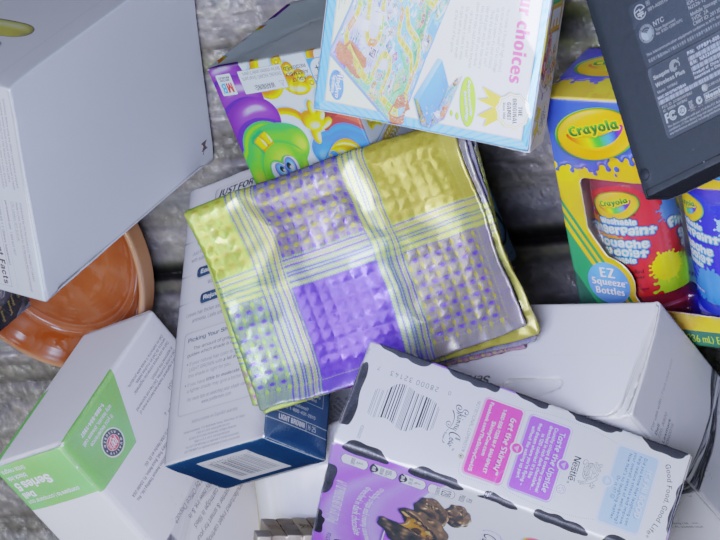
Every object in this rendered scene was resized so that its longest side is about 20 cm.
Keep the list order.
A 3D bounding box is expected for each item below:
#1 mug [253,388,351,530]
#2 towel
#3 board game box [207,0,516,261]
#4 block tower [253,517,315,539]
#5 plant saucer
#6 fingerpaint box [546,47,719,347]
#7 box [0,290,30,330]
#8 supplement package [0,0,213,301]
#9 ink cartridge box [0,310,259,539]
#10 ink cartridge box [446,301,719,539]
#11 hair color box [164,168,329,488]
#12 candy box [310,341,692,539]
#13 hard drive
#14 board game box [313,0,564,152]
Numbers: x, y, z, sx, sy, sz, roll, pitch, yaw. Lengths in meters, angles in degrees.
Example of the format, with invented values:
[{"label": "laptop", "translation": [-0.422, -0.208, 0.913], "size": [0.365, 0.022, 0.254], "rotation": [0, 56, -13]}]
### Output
[{"label": "mug", "translation": [-0.022, 0.163, 1.580], "size": [0.186, 0.149, 0.154], "rotation": [-5, 109, 29]}, {"label": "towel", "translation": [0.000, 0.000, 1.401], "size": [0.199, 0.023, 0.144], "rotation": [-15, 98, 22]}, {"label": "board game box", "translation": [0.003, -0.067, 1.470], "size": [0.103, 0.105, 0.201], "rotation": [-7, 115, 37]}, {"label": "block tower", "translation": [0.027, 0.190, 1.487], "size": [0.199, 0.058, 0.054], "rotation": [1, 96, -11]}, {"label": "plant saucer", "translation": [-0.236, -0.020, 1.718], "size": [0.199, 0.032, 0.201], "rotation": [17, 127, 24]}, {"label": "fingerpaint box", "translation": [0.220, -0.040, 1.360], "size": [0.199, 0.073, 0.168], "rotation": [6, 123, 31]}, {"label": "box", "translation": [-0.328, -0.022, 1.650], "size": [0.050, 0.158, 0.201], "rotation": [2, 121, 34]}, {"label": "supplement package", "translation": [-0.201, -0.104, 1.518], "size": [0.110, 0.200, 0.156], "rotation": [13, 126, 27]}, {"label": "ink cartridge box", "translation": [-0.146, 0.155, 1.672], "size": [0.084, 0.146, 0.200], "rotation": [-19, 118, 40]}, {"label": "ink cartridge box", "translation": [0.159, 0.105, 1.437], "size": [0.146, 0.085, 0.200], "rotation": [-2, 145, 37]}, {"label": "hair color box", "translation": [-0.069, 0.034, 1.531], "size": [0.100, 0.201, 0.060], "rotation": [-18, 149, 41]}, {"label": "candy box", "translation": [0.079, 0.137, 1.379], "size": [0.199, 0.072, 0.168], "rotation": [19, 153, 4]}, {"label": "hard drive", "translation": [0.186, -0.157, 1.268], "size": [0.139, 0.033, 0.201], "rotation": [-27, 73, 43]}, {"label": "board game box", "translation": [0.051, -0.179, 1.317], "size": [0.134, 0.034, 0.201], "rotation": [13, 107, 16]}]
